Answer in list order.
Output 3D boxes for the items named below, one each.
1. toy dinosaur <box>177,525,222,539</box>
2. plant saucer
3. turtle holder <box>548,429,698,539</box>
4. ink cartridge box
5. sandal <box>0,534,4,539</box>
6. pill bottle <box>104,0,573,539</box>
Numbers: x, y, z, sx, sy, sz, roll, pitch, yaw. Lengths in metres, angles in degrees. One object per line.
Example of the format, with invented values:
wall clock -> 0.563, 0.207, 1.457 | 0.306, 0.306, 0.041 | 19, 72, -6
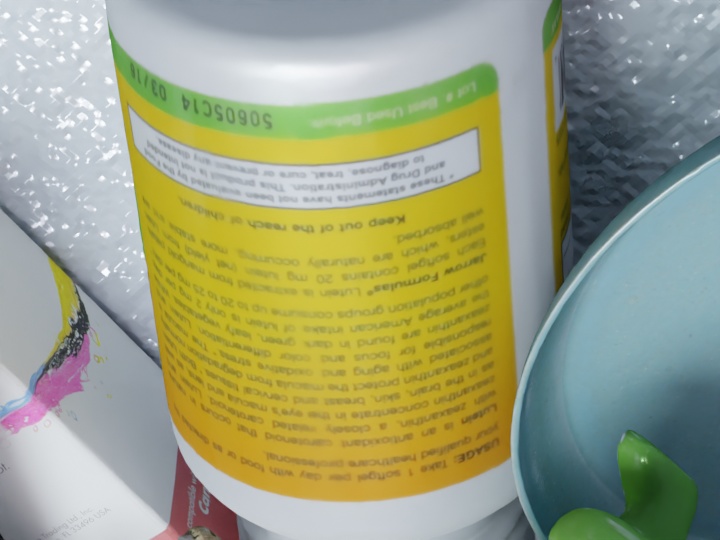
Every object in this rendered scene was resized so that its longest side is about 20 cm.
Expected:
toy dinosaur -> -0.094, 0.156, 0.761 | 0.106, 0.060, 0.200 | 16, 120, -41
plant saucer -> 0.133, 0.020, 0.717 | 0.199, 0.027, 0.201 | -7, 133, -8
turtle holder -> 0.089, 0.143, 0.699 | 0.132, 0.141, 0.185 | -50, 144, -2
ink cartridge box -> -0.134, 0.039, 0.796 | 0.116, 0.068, 0.200 | -30, 121, 21
sandal -> -0.124, 0.081, 0.758 | 0.076, 0.043, 0.201 | -16, 130, -14
pill bottle -> 0.000, 0.000, 0.736 | 0.111, 0.111, 0.200 | -3, 125, 4
